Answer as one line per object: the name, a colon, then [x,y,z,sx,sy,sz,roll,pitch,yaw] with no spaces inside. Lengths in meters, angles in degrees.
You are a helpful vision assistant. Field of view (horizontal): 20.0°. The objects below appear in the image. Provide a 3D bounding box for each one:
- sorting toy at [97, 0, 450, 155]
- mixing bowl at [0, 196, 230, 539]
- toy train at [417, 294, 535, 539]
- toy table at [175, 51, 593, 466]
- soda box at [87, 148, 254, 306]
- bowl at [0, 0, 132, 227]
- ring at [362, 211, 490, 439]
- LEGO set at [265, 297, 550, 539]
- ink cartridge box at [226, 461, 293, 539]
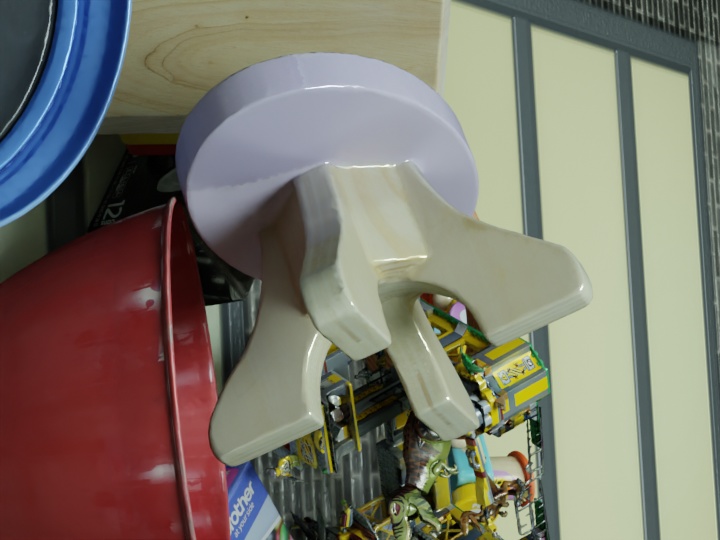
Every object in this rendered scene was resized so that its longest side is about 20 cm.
sorting toy: [-0.048,-0.149,1.023,0.070,0.200,0.199,66,27,-63]
mixing bowl: [-0.122,0.073,0.911,0.200,0.108,0.201,-7,90,-90]
toy train: [0.066,0.071,1.225,0.150,0.056,0.200,-168,-104,-81]
toy table: [0.000,0.000,0.920,0.200,0.184,0.117,26,39,-55]
soda box: [-0.071,-0.077,1.091,0.071,0.063,0.200,53,43,-39]
bowl: [-0.180,-0.113,0.847,0.200,0.039,0.201,-17,113,-48]
ring: [0.027,-0.003,1.122,0.019,0.200,0.201,-23,107,-24]
LEGO set: [0.019,0.112,1.070,0.116,0.154,0.200,-27,135,-28]
ink cartridge box: [-0.068,0.188,1.074,0.200,0.042,0.119,62,38,-27]
